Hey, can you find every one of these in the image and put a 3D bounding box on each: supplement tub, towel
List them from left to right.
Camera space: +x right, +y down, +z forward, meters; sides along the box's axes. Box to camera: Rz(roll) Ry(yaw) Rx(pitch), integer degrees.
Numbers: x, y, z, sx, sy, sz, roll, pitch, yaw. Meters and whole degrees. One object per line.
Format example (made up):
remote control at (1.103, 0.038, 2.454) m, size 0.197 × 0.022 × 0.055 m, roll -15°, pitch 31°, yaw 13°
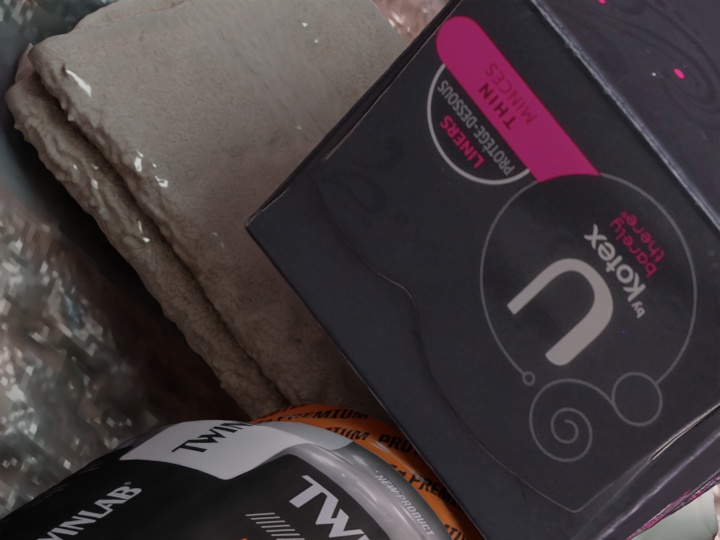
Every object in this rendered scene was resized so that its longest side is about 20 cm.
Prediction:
supplement tub at (-0.055, 0.111, 0.630) m, size 0.200 × 0.122 × 0.123 m, roll -33°, pitch 101°, yaw -50°
towel at (0.000, 0.000, 0.763) m, size 0.200 × 0.034 × 0.132 m, roll 52°, pitch 40°, yaw 9°

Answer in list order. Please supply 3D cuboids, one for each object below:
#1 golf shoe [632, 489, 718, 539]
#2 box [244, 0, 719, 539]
golf shoe at (0.087, 0.031, 0.866) m, size 0.092 × 0.075 × 0.200 m, roll 55°, pitch 41°, yaw -14°
box at (0.084, -0.015, 0.728) m, size 0.122 × 0.106 × 0.200 m, roll 51°, pitch 30°, yaw 11°
